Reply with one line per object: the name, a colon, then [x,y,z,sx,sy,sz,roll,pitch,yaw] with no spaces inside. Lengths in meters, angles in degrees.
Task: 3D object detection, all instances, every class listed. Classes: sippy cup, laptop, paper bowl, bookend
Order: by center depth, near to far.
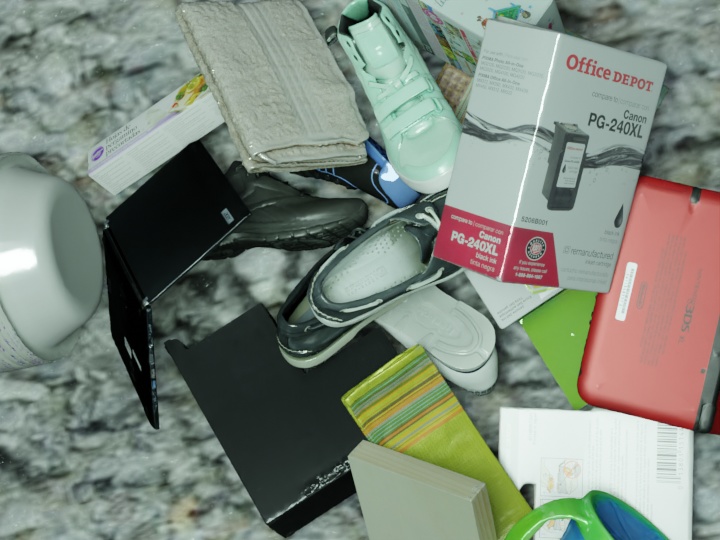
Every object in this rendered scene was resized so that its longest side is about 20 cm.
sippy cup: [0.204,0.280,1.223,0.178,0.139,0.131,44,106,21]
laptop: [-0.171,0.009,1.327,0.102,0.177,0.202,-10,120,-18]
bookend: [-0.045,0.107,1.343,0.198,0.092,0.201,-33,71,-3]
paper bowl: [-0.312,-0.011,1.345,0.103,0.201,0.203,-10,85,12]

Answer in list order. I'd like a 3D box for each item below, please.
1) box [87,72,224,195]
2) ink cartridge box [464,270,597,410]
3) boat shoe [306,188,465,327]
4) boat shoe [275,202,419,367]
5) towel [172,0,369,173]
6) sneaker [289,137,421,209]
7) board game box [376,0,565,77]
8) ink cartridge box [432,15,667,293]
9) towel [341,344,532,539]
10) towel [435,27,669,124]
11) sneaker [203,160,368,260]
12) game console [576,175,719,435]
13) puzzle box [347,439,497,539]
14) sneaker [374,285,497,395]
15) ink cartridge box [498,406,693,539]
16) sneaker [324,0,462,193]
box: [-0.176,-0.143,1.381,0.199,0.041,0.039,-32,44,21]
ink cartridge box: [0.191,0.010,1.294,0.147,0.076,0.201,-35,83,17]
boat shoe: [0.045,-0.017,1.233,0.199,0.060,0.076,-37,82,-10]
boat shoe: [-0.002,-0.001,1.291,0.199,0.066,0.074,-39,53,-11]
towel: [-0.078,-0.173,1.303,0.201,0.132,0.035,62,142,26]
sneaker: [-0.033,-0.111,1.366,0.200,0.070,0.078,42,98,18]
board game box: [0.085,-0.234,1.285,0.199,0.148,0.065,34,87,20]
ink cartridge box: [0.156,-0.093,1.175,0.083,0.144,0.202,22,102,47]
towel: [0.072,0.168,1.268,0.086,0.018,0.201,-35,100,-3]
towel: [0.170,-0.156,1.349,0.199,0.022,0.147,31,93,13]
sneaker: [-0.091,-0.062,1.372,0.198,0.076,0.092,-4,80,9]
game console: [0.290,0.035,1.259,0.171,0.119,0.202,13,89,9]
puzzle box: [0.065,0.248,1.263,0.132,0.025,0.201,15,132,35]
sneaker: [0.049,0.042,1.337,0.076,0.081,0.200,-40,59,-8]
ink cartridge box: [0.212,0.225,1.307,0.174,0.045,0.202,1,87,11]
sneaker: [0.028,-0.159,1.275,0.073,0.118,0.201,-32,45,9]
